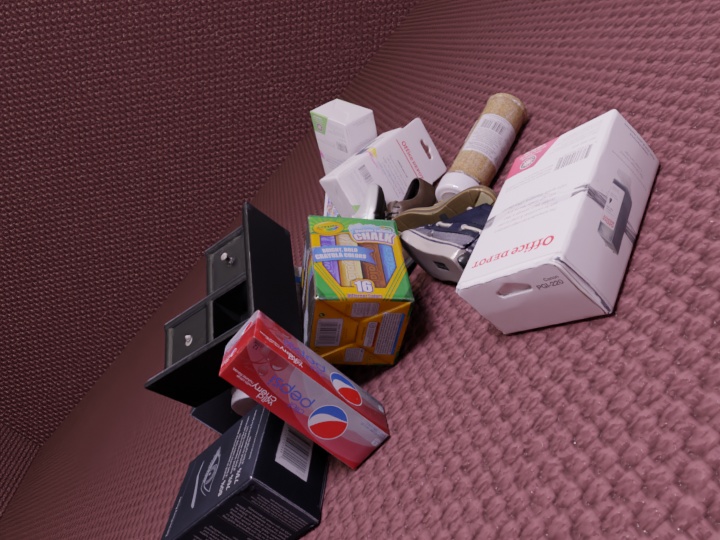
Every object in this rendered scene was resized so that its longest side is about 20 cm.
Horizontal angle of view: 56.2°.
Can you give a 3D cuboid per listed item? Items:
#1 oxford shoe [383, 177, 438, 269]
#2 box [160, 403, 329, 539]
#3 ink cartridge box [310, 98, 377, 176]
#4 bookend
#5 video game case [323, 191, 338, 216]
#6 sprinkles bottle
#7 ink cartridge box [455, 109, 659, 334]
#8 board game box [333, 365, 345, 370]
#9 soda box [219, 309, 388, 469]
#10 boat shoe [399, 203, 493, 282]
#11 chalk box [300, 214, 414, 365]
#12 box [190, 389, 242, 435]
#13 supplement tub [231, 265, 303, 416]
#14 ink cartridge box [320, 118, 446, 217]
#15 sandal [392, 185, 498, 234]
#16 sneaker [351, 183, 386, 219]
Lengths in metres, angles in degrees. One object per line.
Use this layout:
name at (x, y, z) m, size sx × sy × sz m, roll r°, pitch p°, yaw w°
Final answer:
oxford shoe at (0.061, -0.062, 1.060) m, size 0.072 × 0.084 × 0.201 m, roll -19°, pitch 37°, yaw 55°
box at (-0.142, 0.276, 0.848) m, size 0.200 × 0.104 × 0.148 m, roll -42°, pitch 20°, yaw 27°
ink cartridge box at (-0.017, -0.207, 1.266) m, size 0.067 × 0.201 × 0.117 m, roll -31°, pitch 39°, yaw -24°
bookend at (-0.189, 0.048, 0.918) m, size 0.198 × 0.092 × 0.201 m, roll -30°, pitch 48°, yaw 24°
video game case at (0.011, -0.173, 1.330) m, size 0.199 × 0.018 × 0.144 m, roll -16°, pitch 59°, yaw 35°
sprinkles bottle at (0.183, -0.175, 1.010) m, size 0.068 × 0.068 × 0.201 m, roll -18°, pitch 37°, yaw 59°
ink cartridge box at (0.201, -0.045, 0.686) m, size 0.145 × 0.085 × 0.201 m, roll -23°, pitch 31°, yaw 56°
board game box at (-0.014, 0.100, 1.023) m, size 0.200 × 0.019 × 0.103 m, roll -38°, pitch 21°, yaw 36°
soda box at (-0.062, 0.137, 0.769) m, size 0.063 × 0.200 × 0.070 m, roll -47°, pitch 18°, yaw 14°
boat shoe at (0.126, -0.040, 0.875) m, size 0.093 × 0.075 × 0.200 m, roll -45°, pitch 24°, yaw -8°
chalk box at (-0.013, 0.010, 0.894) m, size 0.201 × 0.123 × 0.125 m, roll -97°, pitch 14°, yaw -46°
box at (-0.189, 0.162, 1.160) m, size 0.201 × 0.104 × 0.182 m, roll -53°, pitch 14°, yaw 3°
supplement tub at (-0.113, 0.107, 0.979) m, size 0.132 × 0.131 × 0.202 m, roll -31°, pitch 47°, yaw 45°
ink cartridge box at (0.043, -0.164, 1.172) m, size 0.200 × 0.118 × 0.067 m, roll -39°, pitch 19°, yaw -22°
sandal at (0.125, -0.073, 0.949) m, size 0.199 × 0.081 × 0.054 m, roll -23°, pitch 15°, yaw 49°
sneaker at (-0.010, -0.048, 1.062) m, size 0.080 × 0.070 × 0.202 m, roll 8°, pitch 70°, yaw 22°
